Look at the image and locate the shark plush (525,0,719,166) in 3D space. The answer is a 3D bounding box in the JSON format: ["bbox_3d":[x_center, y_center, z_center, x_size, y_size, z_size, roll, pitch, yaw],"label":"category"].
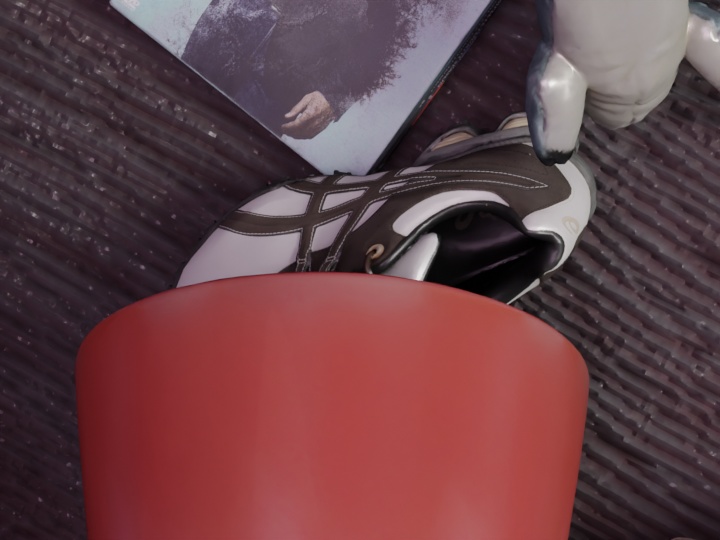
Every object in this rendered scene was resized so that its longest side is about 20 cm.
[{"bbox_3d":[0.074,-0.125,0.721,0.091,0.200,0.083,-27,40,6],"label":"shark plush"}]

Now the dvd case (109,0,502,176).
[{"bbox_3d":[0.001,-0.153,0.829,0.146,0.022,0.200,39,101,12],"label":"dvd case"}]

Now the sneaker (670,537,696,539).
[{"bbox_3d":[0.133,0.205,0.778,0.075,0.090,0.200,11,123,38],"label":"sneaker"}]

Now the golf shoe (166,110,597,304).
[{"bbox_3d":[0.000,0.000,0.790,0.200,0.095,0.078,-26,112,18],"label":"golf shoe"}]

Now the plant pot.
[{"bbox_3d":[-0.014,0.120,0.724,0.200,0.200,0.178,-5,65,17],"label":"plant pot"}]
